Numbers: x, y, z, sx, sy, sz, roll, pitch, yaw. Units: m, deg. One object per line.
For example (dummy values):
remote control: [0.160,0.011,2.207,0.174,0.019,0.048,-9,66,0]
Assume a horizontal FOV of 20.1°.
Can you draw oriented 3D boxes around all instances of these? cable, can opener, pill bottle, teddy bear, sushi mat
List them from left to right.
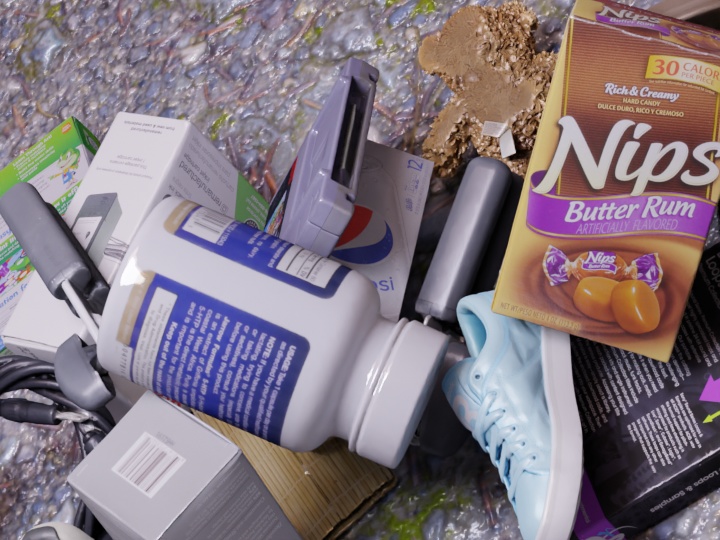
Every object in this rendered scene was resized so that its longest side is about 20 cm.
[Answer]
cable: [-0.251,0.158,1.490,0.200,0.163,0.051,-42,-1,32]
can opener: [-0.213,0.019,1.420,0.067,0.053,0.200,-40,48,0]
pill bottle: [-0.052,0.044,1.267,0.199,0.120,0.120,23,71,7]
sushi mat: [-0.052,0.121,1.458,0.096,0.012,0.200,-42,43,3]
can opener: [0.076,0.027,1.369,0.066,0.053,0.201,16,82,33]
teddy bear: [0.116,-0.106,1.472,0.145,0.067,0.200,-52,49,7]

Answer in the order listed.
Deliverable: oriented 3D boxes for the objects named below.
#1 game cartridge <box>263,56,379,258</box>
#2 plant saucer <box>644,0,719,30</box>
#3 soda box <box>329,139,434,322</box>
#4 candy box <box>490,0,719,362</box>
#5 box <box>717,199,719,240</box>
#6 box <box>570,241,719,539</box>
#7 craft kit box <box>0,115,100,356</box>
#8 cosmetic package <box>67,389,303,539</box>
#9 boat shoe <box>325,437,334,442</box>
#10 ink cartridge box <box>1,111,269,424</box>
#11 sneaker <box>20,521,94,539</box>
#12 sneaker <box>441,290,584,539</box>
game cartridge: [-0.035,-0.051,1.426,0.130,0.038,0.201,-55,14,31]
plant saucer: [0.224,-0.133,1.301,0.199,0.200,0.030,-26,66,20]
soda box: [0.000,0.000,1.418,0.069,0.063,0.201,112,175,-45]
candy box: [0.159,-0.055,1.227,0.116,0.201,0.057,16,25,6]
box: [0.297,0.030,1.197,0.160,0.049,0.201,-2,54,8]
box: [0.196,0.077,1.285,0.199,0.036,0.144,-33,45,15]
craft kit box: [-0.288,-0.006,1.713,0.199,0.049,0.198,-36,46,10]
cosmetic package: [-0.090,0.184,1.301,0.106,0.200,0.090,26,67,44]
boat shoe: [-0.042,0.036,1.464,0.071,0.065,0.201,-17,42,16]
ink cartridge box: [-0.161,0.005,1.531,0.084,0.146,0.201,10,66,37]
sneaker: [-0.171,0.211,1.354,0.070,0.200,0.094,-12,45,17]
sneaker: [0.090,0.094,1.258,0.081,0.074,0.201,4,43,-5]
